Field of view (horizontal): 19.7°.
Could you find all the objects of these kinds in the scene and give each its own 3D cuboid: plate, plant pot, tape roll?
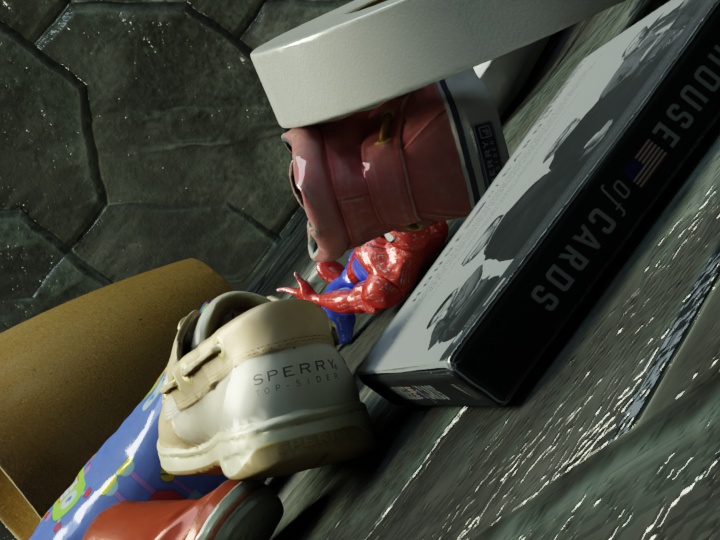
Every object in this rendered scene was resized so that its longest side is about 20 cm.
[{"bbox_3d":[0.057,-0.092,1.297,0.200,0.032,0.200,-49,5,34],"label":"plate"},{"bbox_3d":[-0.162,0.086,1.376,0.200,0.186,0.186,-40,0,-18],"label":"plant pot"},{"bbox_3d":[0.051,-0.115,0.884,0.203,0.037,0.203,-22,9,4],"label":"tape roll"}]

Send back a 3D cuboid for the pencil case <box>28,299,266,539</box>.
[{"bbox_3d":[-0.094,0.103,0.974,0.200,0.078,0.087,-52,21,5],"label":"pencil case"}]

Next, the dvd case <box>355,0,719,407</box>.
[{"bbox_3d":[0.062,-0.021,0.670,0.150,0.025,0.200,-53,3,-7],"label":"dvd case"}]

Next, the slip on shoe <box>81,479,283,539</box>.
[{"bbox_3d":[-0.086,0.123,0.847,0.074,0.061,0.200,-53,5,-28],"label":"slip on shoe"}]

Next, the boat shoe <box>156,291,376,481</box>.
[{"bbox_3d":[-0.041,0.042,0.810,0.074,0.069,0.200,-11,-1,-17],"label":"boat shoe"}]

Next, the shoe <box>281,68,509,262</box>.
[{"bbox_3d":[0.013,-0.053,0.933,0.091,0.071,0.200,-13,10,0],"label":"shoe"}]

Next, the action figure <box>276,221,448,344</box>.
[{"bbox_3d":[0.000,0.000,1.061,0.065,0.052,0.200,-51,6,-19],"label":"action figure"}]
